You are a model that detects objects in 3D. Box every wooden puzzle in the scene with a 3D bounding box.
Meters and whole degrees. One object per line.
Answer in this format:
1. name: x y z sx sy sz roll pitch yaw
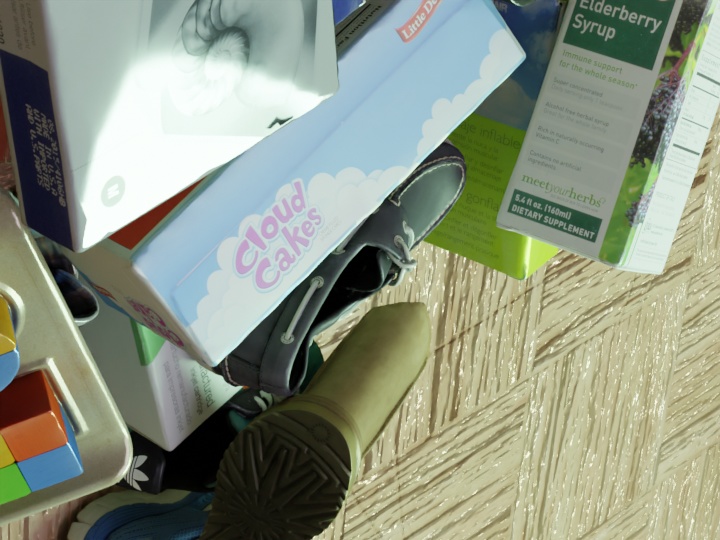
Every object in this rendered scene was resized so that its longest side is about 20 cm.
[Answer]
1. wooden puzzle: -0.214 0.067 1.068 0.184 0.046 0.201 -20 136 -1

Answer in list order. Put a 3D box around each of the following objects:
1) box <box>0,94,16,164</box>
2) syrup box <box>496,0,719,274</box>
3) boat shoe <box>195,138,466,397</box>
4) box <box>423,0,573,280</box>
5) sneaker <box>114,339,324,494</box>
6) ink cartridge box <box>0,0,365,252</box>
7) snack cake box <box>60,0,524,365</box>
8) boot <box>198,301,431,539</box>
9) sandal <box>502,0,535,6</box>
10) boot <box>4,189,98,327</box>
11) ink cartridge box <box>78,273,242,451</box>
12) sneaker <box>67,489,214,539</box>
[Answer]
1. box: -0.157 -0.153 0.924 0.106 0.199 0.153 -16 125 -47
2. syrup box: 0.151 -0.105 1.272 0.081 0.078 0.202 6 103 -65
3. boat shoe: 0.000 0.000 1.222 0.200 0.062 0.073 -40 142 -32
4. box: 0.063 -0.107 1.332 0.048 0.121 0.201 -35 139 -48
5. sneaker: -0.078 0.086 1.316 0.199 0.080 0.072 -19 128 -47
6. ink cartridge box: -0.055 -0.135 0.857 0.200 0.040 0.201 -37 138 -35
7. snack cake box: -0.038 -0.061 1.033 0.200 0.115 0.067 -45 122 -13
8. boot: -0.013 0.076 1.281 0.200 0.066 0.175 -51 178 -46
9. sandal: 0.119 -0.191 1.019 0.201 0.045 0.075 -57 144 -25
10. boot: -0.169 0.039 1.130 0.095 0.074 0.200 -16 142 9
11. ink cartridge box: -0.073 -0.028 1.238 0.200 0.084 0.147 -42 143 -29
12. sneaker: -0.079 0.161 1.362 0.199 0.089 0.079 -21 131 -46
